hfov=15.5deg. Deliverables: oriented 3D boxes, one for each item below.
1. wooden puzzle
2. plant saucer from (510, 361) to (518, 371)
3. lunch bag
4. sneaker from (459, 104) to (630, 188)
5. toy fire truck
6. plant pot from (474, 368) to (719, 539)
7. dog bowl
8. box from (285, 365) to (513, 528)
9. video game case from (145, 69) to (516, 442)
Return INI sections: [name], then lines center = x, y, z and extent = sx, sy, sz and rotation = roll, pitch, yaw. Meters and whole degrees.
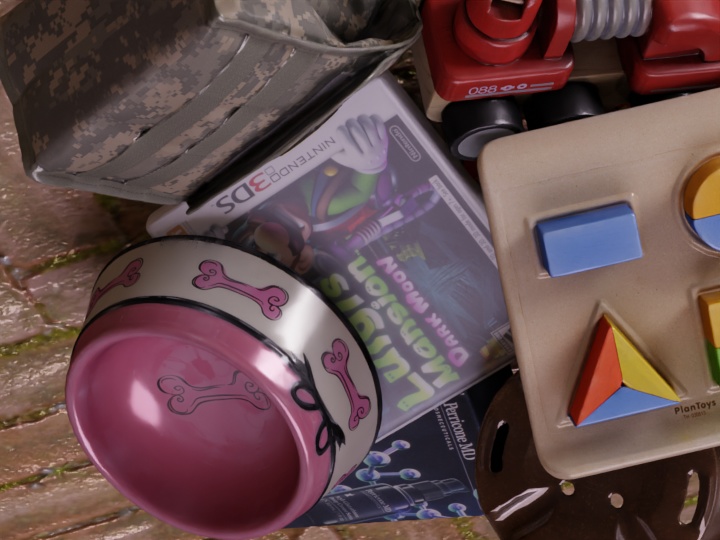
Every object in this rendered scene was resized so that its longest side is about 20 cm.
[wooden puzzle]
center = 0.175, 0.007, 1.500
extent = 0.185, 0.200, 0.046
rotation = -13, -171, -1
[plant saucer]
center = 0.109, 0.002, 1.785
extent = 0.200, 0.037, 0.200
rotation = -10, 147, -7
[lunch bag]
center = -0.077, -0.115, 1.469
extent = 0.164, 0.118, 0.200
rotation = -34, 153, 31
[sneaker]
center = 0.151, -0.076, 1.660
extent = 0.200, 0.077, 0.085
rotation = -7, 143, -29
[toy fire truck]
center = 0.127, -0.168, 1.480
extent = 0.176, 0.129, 0.200
rotation = -6, 156, -12
[plant pot]
center = 0.166, 0.107, 1.649
extent = 0.200, 0.200, 0.198
rotation = -27, 177, 20
[dog bowl]
center = -0.092, 0.079, 1.611
extent = 0.200, 0.074, 0.200
rotation = 15, 132, 17
[box]
center = -0.007, 0.086, 1.751
extent = 0.200, 0.107, 0.148
rotation = -6, 142, 14
[video game case]
center = 0.000, 0.000, 1.601
extent = 0.182, 0.023, 0.200
rotation = -32, 109, 22
